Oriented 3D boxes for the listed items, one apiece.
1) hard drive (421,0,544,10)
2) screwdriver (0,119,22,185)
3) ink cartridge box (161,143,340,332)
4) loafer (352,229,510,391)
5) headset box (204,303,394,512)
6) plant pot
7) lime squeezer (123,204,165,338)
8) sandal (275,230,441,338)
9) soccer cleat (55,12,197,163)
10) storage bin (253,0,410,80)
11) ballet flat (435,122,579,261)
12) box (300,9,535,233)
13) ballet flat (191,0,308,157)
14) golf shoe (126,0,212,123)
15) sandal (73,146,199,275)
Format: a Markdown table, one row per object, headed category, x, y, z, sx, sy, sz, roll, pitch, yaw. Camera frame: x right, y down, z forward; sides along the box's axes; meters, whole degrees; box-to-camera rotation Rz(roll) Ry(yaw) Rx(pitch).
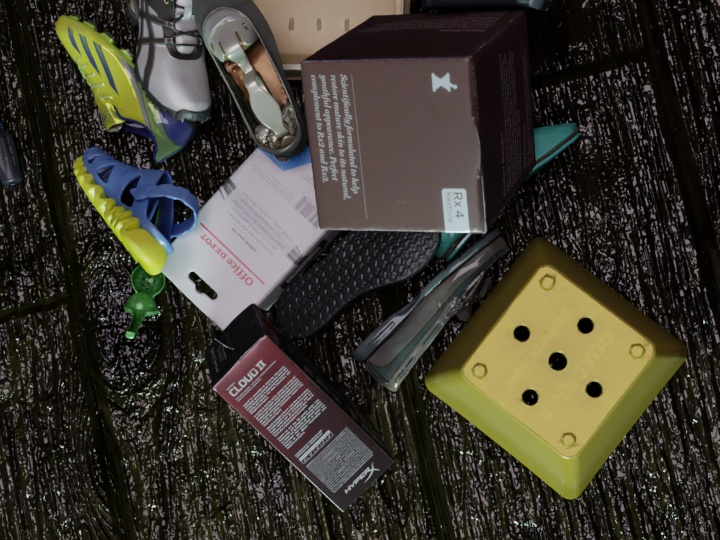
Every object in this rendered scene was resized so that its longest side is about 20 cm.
| category | x | y | z | sx | sy | sz | roll | pitch | yaw |
| --- | --- | --- | --- | --- | --- | --- | --- | --- | --- |
| hard drive | 0.123 | -0.283 | 1.453 | 0.135 | 0.200 | 0.042 | 0 | 100 | 6 |
| screwdriver | -0.411 | -0.187 | 1.586 | 0.029 | 0.028 | 0.200 | -19 | 85 | -24 |
| ink cartridge box | -0.104 | -0.040 | 1.517 | 0.116 | 0.068 | 0.200 | 43 | 90 | 9 |
| loafer | 0.083 | 0.042 | 1.489 | 0.200 | 0.072 | 0.063 | -42 | 85 | 10 |
| headset box | -0.070 | 0.125 | 1.424 | 0.077 | 0.149 | 0.200 | -45 | 105 | 1 |
| plant pot | 0.191 | 0.091 | 1.415 | 0.200 | 0.176 | 0.200 | 38 | 90 | 9 |
| lime squeezer | -0.221 | 0.016 | 1.513 | 0.038 | 0.071 | 0.200 | 23 | 44 | -15 |
| sandal | -0.001 | -0.001 | 1.511 | 0.200 | 0.048 | 0.075 | -32 | 78 | 20 |
| soccer cleat | -0.264 | -0.197 | 1.554 | 0.200 | 0.065 | 0.084 | 41 | 92 | 8 |
| storage bin | -0.049 | -0.306 | 1.524 | 0.199 | 0.094 | 0.199 | 2 | 84 | 7 |
| ballet flat | 0.135 | -0.099 | 1.493 | 0.200 | 0.067 | 0.070 | -44 | 89 | 2 |
| box | 0.061 | -0.145 | 1.367 | 0.164 | 0.200 | 0.166 | 2 | 112 | 21 |
| ballet flat | -0.111 | -0.205 | 1.450 | 0.067 | 0.064 | 0.200 | -27 | 93 | 10 |
| golf shoe | -0.193 | -0.250 | 1.506 | 0.078 | 0.094 | 0.200 | -4 | 63 | -34 |
| sandal | -0.229 | -0.074 | 1.504 | 0.087 | 0.080 | 0.200 | -39 | 48 | -8 |
